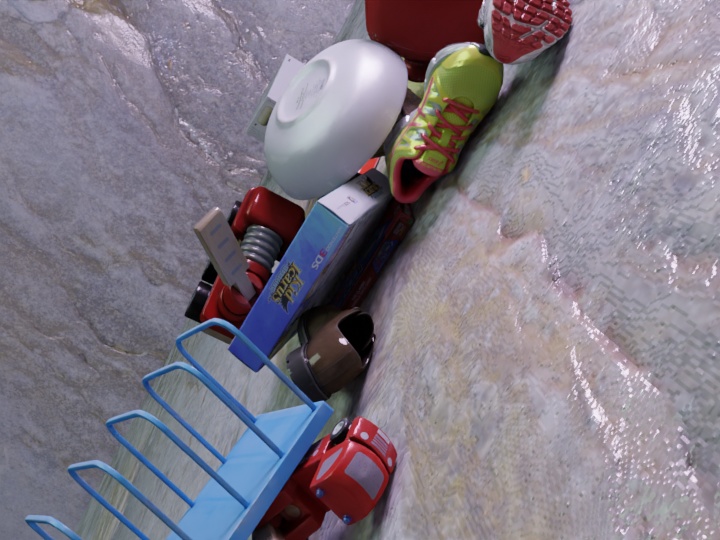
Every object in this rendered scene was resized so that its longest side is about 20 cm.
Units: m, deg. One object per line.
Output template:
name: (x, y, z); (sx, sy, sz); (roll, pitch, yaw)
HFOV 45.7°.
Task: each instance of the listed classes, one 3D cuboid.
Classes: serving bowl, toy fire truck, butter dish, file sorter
serving bowl: (-0.041, -0.181, 0.949); (0.198, 0.066, 0.203); (-30, 41, 30)
toy fire truck: (-0.065, 0.205, 0.651); (0.199, 0.049, 0.142); (-36, 17, 36)
butter dish: (0.077, -0.300, 1.016); (0.200, 0.195, 0.151); (-89, 8, -64)
toy fire truck: (-0.131, -0.025, 0.976); (0.179, 0.127, 0.200); (-69, 12, -22)
file sorter: (-0.144, 0.155, 0.671); (0.201, 0.123, 0.138); (-53, 16, -30)

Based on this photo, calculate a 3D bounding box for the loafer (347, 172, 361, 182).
loafer: (-0.035, -0.030, 1.094); (0.070, 0.074, 0.203); (-95, 25, -60)

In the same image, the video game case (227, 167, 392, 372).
video game case: (-0.049, -0.006, 0.936); (0.201, 0.045, 0.181); (-56, -4, 24)

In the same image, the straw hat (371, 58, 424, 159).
straw hat: (0.029, -0.199, 1.121); (0.086, 0.197, 0.204); (62, -137, -54)

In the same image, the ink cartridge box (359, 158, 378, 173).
ink cartridge box: (-0.035, -0.117, 1.311); (0.203, 0.043, 0.173); (-67, 13, -18)

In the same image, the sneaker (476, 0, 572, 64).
sneaker: (0.150, -0.238, 0.801); (0.083, 0.077, 0.201); (-56, 5, 40)

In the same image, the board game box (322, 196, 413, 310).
board game box: (0.000, 0.000, 0.997); (0.202, 0.019, 0.103); (-58, 13, 20)

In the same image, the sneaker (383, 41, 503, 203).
sneaker: (0.084, -0.140, 0.860); (0.201, 0.077, 0.092); (125, 158, -50)

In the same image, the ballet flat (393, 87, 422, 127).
ballet flat: (0.025, -0.201, 1.008); (0.200, 0.066, 0.069); (48, 142, 47)

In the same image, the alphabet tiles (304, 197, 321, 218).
alphabet tiles: (-0.078, -0.047, 1.126); (0.166, 0.006, 0.204); (165, 123, -79)

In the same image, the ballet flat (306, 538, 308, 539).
ballet flat: (-0.082, 0.266, 0.703); (0.067, 0.056, 0.202); (-51, 18, 36)

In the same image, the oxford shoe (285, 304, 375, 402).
oxford shoe: (-0.019, 0.072, 0.859); (0.084, 0.073, 0.200); (-32, 13, 6)

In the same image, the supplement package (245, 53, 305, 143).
supplement package: (-0.191, -0.435, 2.283); (0.200, 0.150, 0.153); (-39, 27, 59)
